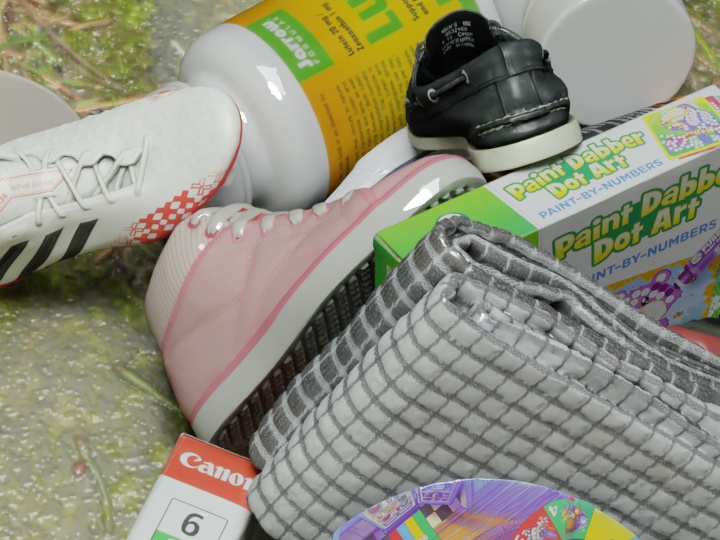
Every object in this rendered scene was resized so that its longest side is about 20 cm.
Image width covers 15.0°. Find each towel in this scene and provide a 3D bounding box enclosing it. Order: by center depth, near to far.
[{"bbox_3d":[0.071,0.079,1.223,0.199,0.166,0.086,27,35,-22],"label":"towel"}]

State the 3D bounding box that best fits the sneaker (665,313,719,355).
[{"bbox_3d":[0.207,0.038,1.343,0.071,0.099,0.200,23,7,42],"label":"sneaker"}]

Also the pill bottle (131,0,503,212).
[{"bbox_3d":[-0.027,-0.094,1.466,0.199,0.111,0.111,-31,61,-28],"label":"pill bottle"}]

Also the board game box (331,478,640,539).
[{"bbox_3d":[0.055,0.192,1.177,0.157,0.202,0.039,9,12,-2],"label":"board game box"}]

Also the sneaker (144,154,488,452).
[{"bbox_3d":[-0.032,-0.011,1.315,0.075,0.200,0.105,4,48,-52],"label":"sneaker"}]

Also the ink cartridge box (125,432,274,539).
[{"bbox_3d":[-0.080,0.138,1.272,0.050,0.109,0.201,20,51,7],"label":"ink cartridge box"}]

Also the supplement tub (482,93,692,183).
[{"bbox_3d":[0.151,-0.031,1.437,0.199,0.107,0.107,-20,56,-27],"label":"supplement tub"}]

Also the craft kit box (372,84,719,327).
[{"bbox_3d":[0.097,0.029,1.325,0.199,0.199,0.049,-24,45,-23],"label":"craft kit box"}]

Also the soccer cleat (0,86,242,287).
[{"bbox_3d":[-0.147,-0.041,1.365,0.085,0.199,0.069,14,60,-54],"label":"soccer cleat"}]

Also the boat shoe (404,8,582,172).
[{"bbox_3d":[0.057,-0.095,1.346,0.074,0.067,0.199,-19,12,-2],"label":"boat shoe"}]

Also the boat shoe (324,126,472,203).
[{"bbox_3d":[0.000,0.000,1.427,0.200,0.074,0.067,-42,68,-19],"label":"boat shoe"}]

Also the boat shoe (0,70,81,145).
[{"bbox_3d":[-0.248,-0.076,1.450,0.199,0.092,0.075,10,88,-34],"label":"boat shoe"}]

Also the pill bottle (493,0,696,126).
[{"bbox_3d":[0.119,-0.173,1.521,0.113,0.115,0.201,-3,38,-10],"label":"pill bottle"}]
